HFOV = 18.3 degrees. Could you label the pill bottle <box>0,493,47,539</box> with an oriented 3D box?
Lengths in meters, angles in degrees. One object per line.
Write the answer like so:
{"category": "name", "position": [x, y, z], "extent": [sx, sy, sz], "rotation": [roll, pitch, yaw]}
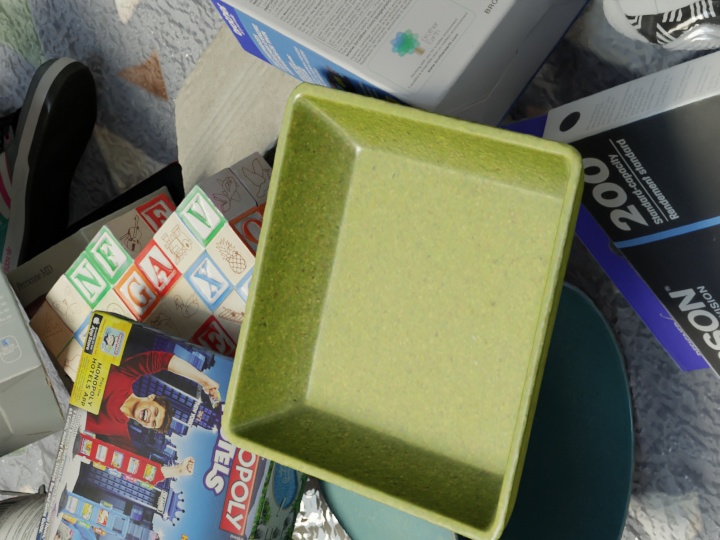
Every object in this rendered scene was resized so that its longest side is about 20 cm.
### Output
{"category": "pill bottle", "position": [-0.172, 0.200, 1.461], "extent": [0.199, 0.113, 0.114], "rotation": [-11, 104, 48]}

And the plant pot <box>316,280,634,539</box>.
{"category": "plant pot", "position": [0.052, 0.104, 1.293], "extent": [0.134, 0.200, 0.201], "rotation": [1, 112, 36]}

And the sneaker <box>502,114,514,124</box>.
{"category": "sneaker", "position": [-0.006, -0.048, 1.337], "extent": [0.199, 0.099, 0.070], "rotation": [-24, 89, 41]}

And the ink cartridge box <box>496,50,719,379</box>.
{"category": "ink cartridge box", "position": [0.188, -0.016, 1.180], "extent": [0.199, 0.043, 0.198], "rotation": [-15, 122, 47]}

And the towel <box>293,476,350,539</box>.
{"category": "towel", "position": [-0.007, 0.141, 1.424], "extent": [0.132, 0.034, 0.201], "rotation": [-6, 103, 22]}

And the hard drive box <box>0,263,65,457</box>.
{"category": "hard drive box", "position": [-0.269, 0.010, 1.446], "extent": [0.156, 0.076, 0.201], "rotation": [96, 149, -72]}

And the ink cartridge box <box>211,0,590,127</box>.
{"category": "ink cartridge box", "position": [0.010, -0.163, 1.238], "extent": [0.199, 0.137, 0.076], "rotation": [32, 168, 26]}

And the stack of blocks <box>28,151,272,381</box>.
{"category": "stack of blocks", "position": [-0.109, 0.014, 1.353], "extent": [0.115, 0.058, 0.200], "rotation": [51, 134, 6]}

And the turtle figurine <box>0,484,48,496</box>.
{"category": "turtle figurine", "position": [-0.186, 0.223, 1.609], "extent": [0.193, 0.200, 0.145], "rotation": [-12, 71, 22]}

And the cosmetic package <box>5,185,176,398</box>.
{"category": "cosmetic package", "position": [-0.139, 0.060, 1.503], "extent": [0.103, 0.087, 0.201], "rotation": [-27, 92, 45]}

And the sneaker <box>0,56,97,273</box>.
{"category": "sneaker", "position": [-0.258, -0.092, 1.577], "extent": [0.120, 0.084, 0.201], "rotation": [33, 132, 13]}

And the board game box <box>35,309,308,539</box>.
{"category": "board game box", "position": [-0.088, 0.147, 1.290], "extent": [0.199, 0.062, 0.201], "rotation": [19, 97, 30]}

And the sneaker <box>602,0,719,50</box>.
{"category": "sneaker", "position": [0.206, -0.175, 1.106], "extent": [0.199, 0.075, 0.116], "rotation": [2, 113, 37]}

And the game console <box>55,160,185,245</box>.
{"category": "game console", "position": [-0.123, 0.038, 1.554], "extent": [0.176, 0.031, 0.201], "rotation": [-26, 93, 47]}

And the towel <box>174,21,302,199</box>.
{"category": "towel", "position": [-0.062, -0.109, 1.375], "extent": [0.200, 0.034, 0.133], "rotation": [-49, 40, 47]}

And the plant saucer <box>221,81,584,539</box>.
{"category": "plant saucer", "position": [0.029, 0.018, 1.164], "extent": [0.199, 0.048, 0.201], "rotation": [17, 97, 40]}
